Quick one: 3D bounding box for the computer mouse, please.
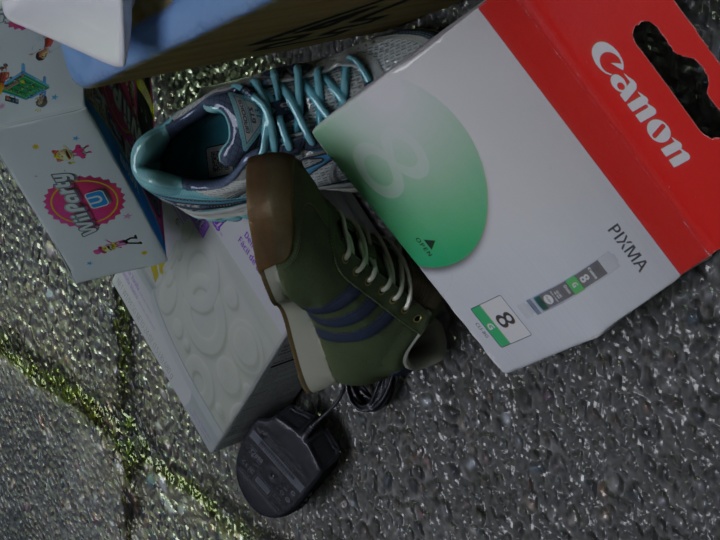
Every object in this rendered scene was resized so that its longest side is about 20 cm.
[{"bbox_3d":[-0.021,0.088,1.002,0.059,0.034,0.200,49,131,12],"label":"computer mouse"}]

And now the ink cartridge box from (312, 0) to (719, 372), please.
[{"bbox_3d":[0.087,-0.048,0.747,0.161,0.050,0.200,51,145,-7],"label":"ink cartridge box"}]

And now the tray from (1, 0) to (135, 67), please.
[{"bbox_3d":[-0.126,-0.197,0.695,0.107,0.022,0.202,27,125,45],"label":"tray"}]

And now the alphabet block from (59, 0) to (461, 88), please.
[{"bbox_3d":[-0.034,-0.209,0.756,0.196,0.199,0.197,-8,98,53],"label":"alphabet block"}]

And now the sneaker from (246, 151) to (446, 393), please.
[{"bbox_3d":[0.000,0.000,0.842,0.201,0.089,0.068,75,-169,-58],"label":"sneaker"}]

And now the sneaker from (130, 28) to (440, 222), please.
[{"bbox_3d":[-0.035,-0.074,0.861,0.199,0.086,0.078,-22,77,26],"label":"sneaker"}]

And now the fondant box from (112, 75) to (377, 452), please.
[{"bbox_3d":[-0.075,-0.002,1.009,0.145,0.058,0.200,57,139,21],"label":"fondant box"}]

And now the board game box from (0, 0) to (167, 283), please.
[{"bbox_3d":[-0.171,-0.118,0.970,0.148,0.064,0.201,70,-171,-54],"label":"board game box"}]
